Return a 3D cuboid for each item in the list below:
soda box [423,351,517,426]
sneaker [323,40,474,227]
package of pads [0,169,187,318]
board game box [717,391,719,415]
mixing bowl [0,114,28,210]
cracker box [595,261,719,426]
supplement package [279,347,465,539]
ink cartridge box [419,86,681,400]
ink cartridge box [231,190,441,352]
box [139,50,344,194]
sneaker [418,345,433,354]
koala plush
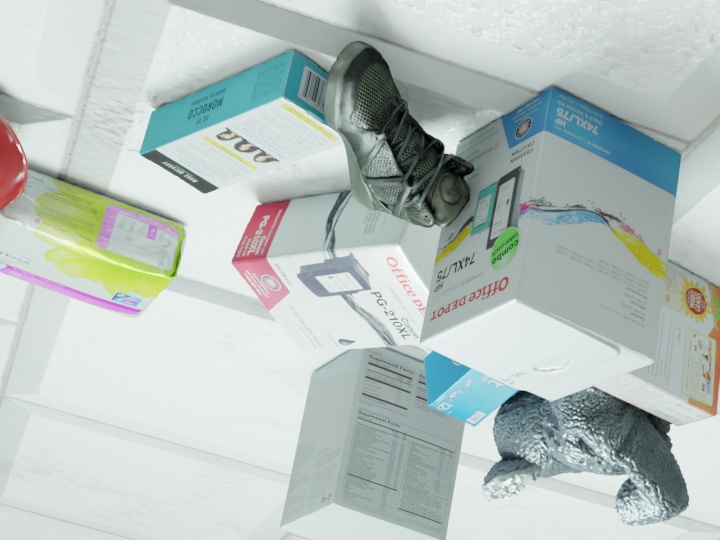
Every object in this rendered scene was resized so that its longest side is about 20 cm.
[{"bbox_3d":[0.149,0.070,1.655,0.064,0.068,0.200,25,130,-27],"label":"soda box"},{"bbox_3d":[0.037,-0.106,1.363,0.114,0.076,0.200,25,153,29],"label":"sneaker"},{"bbox_3d":[-0.295,-0.026,1.728,0.199,0.068,0.154,20,154,-17],"label":"package of pads"},{"bbox_3d":[0.438,0.117,1.748,0.199,0.026,0.200,18,154,-13],"label":"board game box"},{"bbox_3d":[-0.427,-0.093,1.550,0.200,0.109,0.200,16,143,13],"label":"mixing bowl"},{"bbox_3d":[0.255,0.049,1.564,0.200,0.134,0.058,26,151,-26],"label":"cracker box"},{"bbox_3d":[0.019,0.216,1.933,0.150,0.201,0.152,21,153,-20],"label":"supplement package"},{"bbox_3d":[0.161,-0.017,1.392,0.146,0.201,0.147,24,152,-24],"label":"ink cartridge box"},{"bbox_3d":[0.000,0.000,1.603,0.199,0.084,0.145,-6,136,34],"label":"ink cartridge box"},{"bbox_3d":[-0.101,-0.128,1.456,0.200,0.049,0.082,-15,144,44],"label":"box"},{"bbox_3d":[0.092,0.056,1.728,0.200,0.071,0.080,22,150,-18],"label":"sneaker"},{"bbox_3d":[0.213,0.155,1.674,0.200,0.178,0.184,-17,135,42],"label":"koala plush"}]
